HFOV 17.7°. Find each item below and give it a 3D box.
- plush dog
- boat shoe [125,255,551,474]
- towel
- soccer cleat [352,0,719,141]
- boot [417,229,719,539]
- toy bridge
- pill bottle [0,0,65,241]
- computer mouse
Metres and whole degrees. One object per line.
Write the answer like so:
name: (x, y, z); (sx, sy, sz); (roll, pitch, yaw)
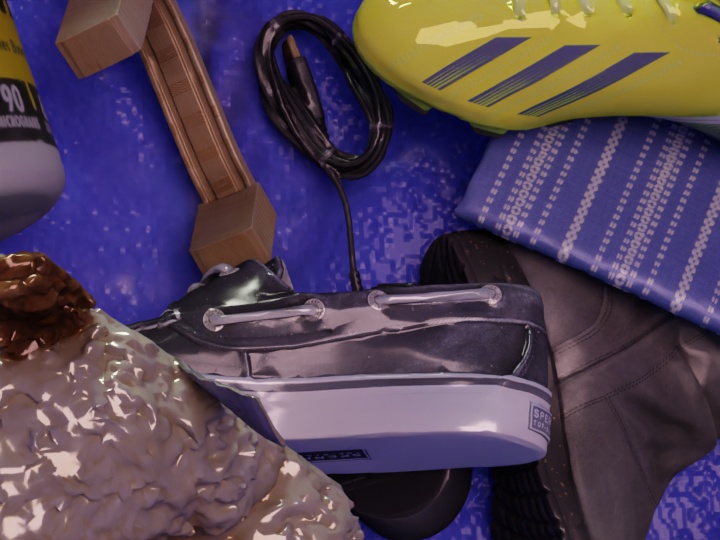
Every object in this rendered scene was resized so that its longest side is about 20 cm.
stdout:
plush dog: (-0.118, 0.087, 0.651); (0.199, 0.161, 0.172); (31, 80, 13)
boat shoe: (-0.035, 0.029, 0.777); (0.199, 0.072, 0.068); (-1, 71, 7)
towel: (0.148, -0.029, 0.848); (0.199, 0.024, 0.145); (24, 54, 3)
soccer cleat: (0.098, -0.084, 0.807); (0.199, 0.084, 0.065); (8, 55, -7)
boot: (0.110, 0.064, 0.831); (0.131, 0.070, 0.201); (-12, 84, -22)
toy bridge: (-0.086, -0.091, 0.785); (0.027, 0.067, 0.200); (-22, 119, 17)
pill bottle: (-0.179, -0.101, 0.757); (0.114, 0.114, 0.201); (-18, 84, -19)
computer mouse: (0.000, 0.000, 0.834); (0.058, 0.034, 0.201); (-16, 76, 17)
